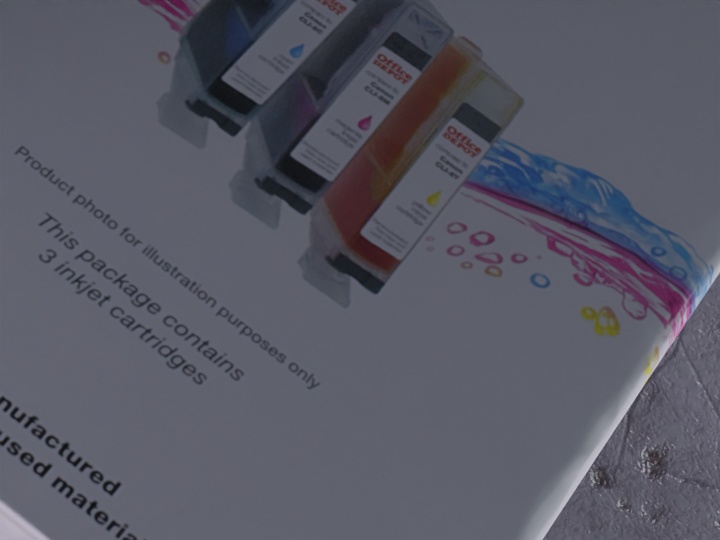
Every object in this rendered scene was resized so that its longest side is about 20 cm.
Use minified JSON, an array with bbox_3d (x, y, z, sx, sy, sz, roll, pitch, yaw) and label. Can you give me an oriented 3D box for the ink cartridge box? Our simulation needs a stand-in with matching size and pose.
[{"bbox_3d":[-0.033,0.009,0.516,0.200,0.145,0.145,-50,178,-41],"label":"ink cartridge box"}]
